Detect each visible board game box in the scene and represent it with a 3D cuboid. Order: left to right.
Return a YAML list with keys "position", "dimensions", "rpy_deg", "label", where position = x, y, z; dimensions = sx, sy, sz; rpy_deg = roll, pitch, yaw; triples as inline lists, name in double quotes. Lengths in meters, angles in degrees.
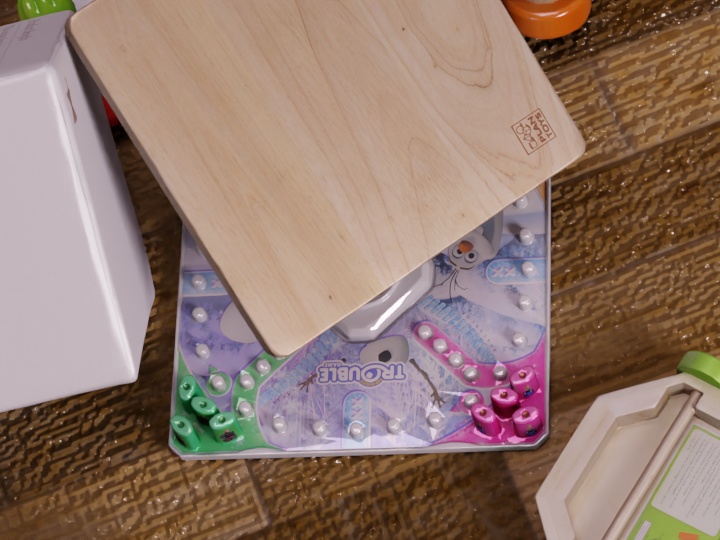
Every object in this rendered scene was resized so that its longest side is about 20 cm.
- position: [0.000, 0.000, 1.589]
  dimensions: [0.199, 0.026, 0.201]
  rpy_deg: [-2, 63, 8]
  label: "board game box"

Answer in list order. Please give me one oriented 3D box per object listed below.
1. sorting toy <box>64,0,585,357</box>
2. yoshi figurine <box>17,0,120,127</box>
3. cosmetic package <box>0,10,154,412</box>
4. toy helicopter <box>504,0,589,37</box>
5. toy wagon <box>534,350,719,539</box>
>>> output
- position: [-0.022, -0.092, 1.544]
  dimensions: [0.198, 0.070, 0.201]
  rpy_deg: [-34, 98, -14]
  label: "sorting toy"
- position: [-0.176, -0.124, 1.643]
  dimensions: [0.200, 0.113, 0.112]
  rpy_deg: [-41, 48, -8]
  label: "yoshi figurine"
- position: [-0.222, -0.019, 1.522]
  dimensions: [0.199, 0.167, 0.167]
  rpy_deg: [-14, 104, 3]
  label: "cosmetic package"
- position: [0.128, -0.224, 1.659]
  dimensions: [0.199, 0.079, 0.132]
  rpy_deg: [-31, 49, -17]
  label: "toy helicopter"
- position: [0.186, 0.136, 1.482]
  dimensions: [0.199, 0.040, 0.156]
  rpy_deg: [27, 72, 20]
  label: "toy wagon"
